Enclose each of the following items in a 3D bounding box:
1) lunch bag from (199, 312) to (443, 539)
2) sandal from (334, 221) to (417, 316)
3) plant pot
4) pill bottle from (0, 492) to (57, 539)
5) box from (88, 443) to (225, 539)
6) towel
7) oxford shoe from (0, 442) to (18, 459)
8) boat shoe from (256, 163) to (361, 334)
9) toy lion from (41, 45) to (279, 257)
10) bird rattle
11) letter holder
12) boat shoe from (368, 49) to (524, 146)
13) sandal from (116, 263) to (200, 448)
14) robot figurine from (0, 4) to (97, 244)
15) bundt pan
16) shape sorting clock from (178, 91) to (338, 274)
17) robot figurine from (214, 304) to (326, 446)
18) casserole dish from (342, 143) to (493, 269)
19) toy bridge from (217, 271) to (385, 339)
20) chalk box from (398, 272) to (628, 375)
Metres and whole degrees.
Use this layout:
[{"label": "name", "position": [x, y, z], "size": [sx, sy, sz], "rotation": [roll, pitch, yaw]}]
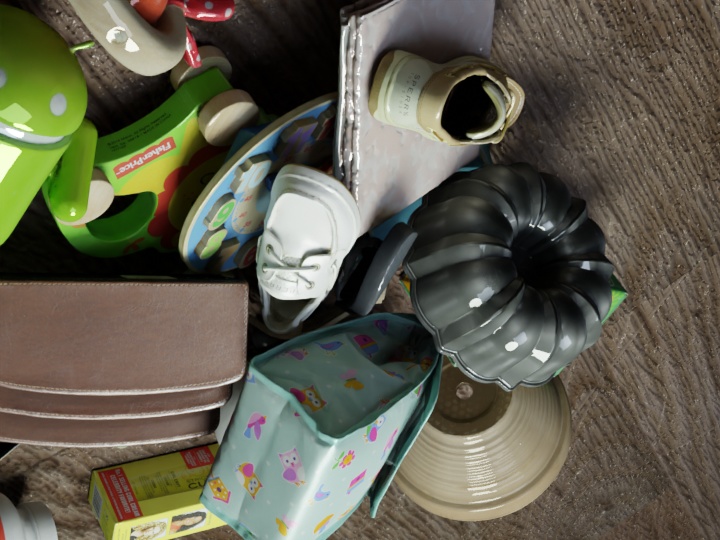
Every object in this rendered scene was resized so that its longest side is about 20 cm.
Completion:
[{"label": "lunch bag", "position": [-0.018, 0.131, 1.172], "size": [0.200, 0.122, 0.171], "rotation": [-24, 147, -48]}, {"label": "sandal", "position": [0.000, 0.001, 1.161], "size": [0.076, 0.043, 0.200], "rotation": [-58, -176, -15]}, {"label": "plant pot", "position": [0.110, 0.140, 1.397], "size": [0.200, 0.201, 0.093], "rotation": [-29, 146, -5]}, {"label": "pill bottle", "position": [-0.379, 0.260, 1.251], "size": [0.199, 0.113, 0.113], "rotation": [-4, 135, -33]}, {"label": "box", "position": [-0.166, 0.220, 1.397], "size": [0.199, 0.075, 0.050], "rotation": [-9, 136, -27]}, {"label": "towel", "position": [0.044, -0.145, 1.090], "size": [0.191, 0.032, 0.201], "rotation": [-36, 141, -41]}, {"label": "oxford shoe", "position": [-0.255, 0.091, 1.181], "size": [0.200, 0.075, 0.070], "rotation": [-40, 142, 8]}, {"label": "boat shoe", "position": [-0.046, -0.007, 1.068], "size": [0.200, 0.070, 0.070], "rotation": [98, 16, -62]}, {"label": "toy lion", "position": [-0.143, -0.071, 1.097], "size": [0.199, 0.069, 0.192], "rotation": [-29, 151, -11]}, {"label": "bird rattle", "position": [-0.156, -0.189, 0.881], "size": [0.112, 0.164, 0.200], "rotation": [-18, 136, 11]}, {"label": "letter holder", "position": [-0.197, 0.075, 1.097], "size": [0.199, 0.100, 0.143], "rotation": [1, 92, -19]}, {"label": "boat shoe", "position": [0.081, -0.124, 1.067], "size": [0.200, 0.066, 0.074], "rotation": [-9, 120, -57]}, {"label": "sandal", "position": [-0.178, 0.085, 1.222], "size": [0.202, 0.057, 0.080], "rotation": [-62, 178, 32]}, {"label": "robot figurine", "position": [-0.262, -0.092, 0.936], "size": [0.175, 0.116, 0.200], "rotation": [20, 119, -39]}, {"label": "bundt pan", "position": [0.139, -0.004, 1.189], "size": [0.201, 0.203, 0.076], "rotation": [-1, 164, -35]}, {"label": "shape sorting clock", "position": [-0.060, -0.066, 1.105], "size": [0.200, 0.039, 0.200], "rotation": [-38, 159, -17]}, {"label": "robot figurine", "position": [-0.043, 0.126, 1.335], "size": [0.199, 0.151, 0.125], "rotation": [-18, 154, -19]}, {"label": "casserole dish", "position": [0.043, -0.068, 1.252], "size": [0.199, 0.039, 0.121], "rotation": [-34, 144, 0]}, {"label": "toy bridge", "position": [-0.062, 0.028, 1.268], "size": [0.199, 0.027, 0.068], "rotation": [-3, 111, -38]}, {"label": "chalk box", "position": [0.164, 0.018, 1.367], "size": [0.199, 0.124, 0.125], "rotation": [8, 128, -41]}]
